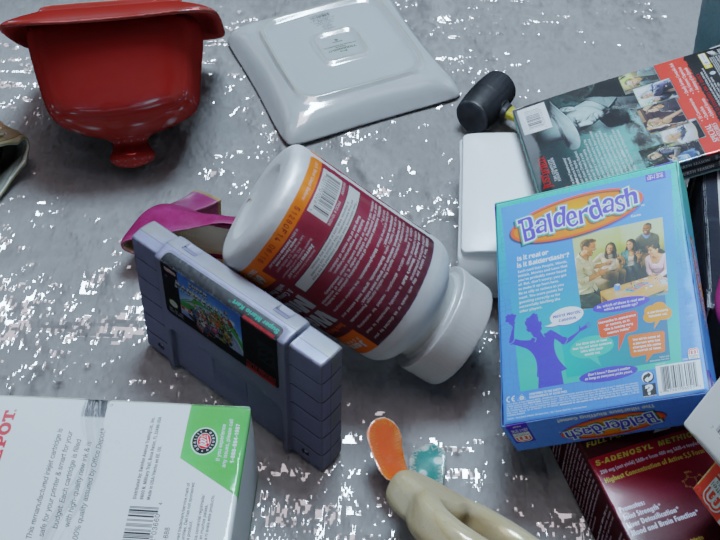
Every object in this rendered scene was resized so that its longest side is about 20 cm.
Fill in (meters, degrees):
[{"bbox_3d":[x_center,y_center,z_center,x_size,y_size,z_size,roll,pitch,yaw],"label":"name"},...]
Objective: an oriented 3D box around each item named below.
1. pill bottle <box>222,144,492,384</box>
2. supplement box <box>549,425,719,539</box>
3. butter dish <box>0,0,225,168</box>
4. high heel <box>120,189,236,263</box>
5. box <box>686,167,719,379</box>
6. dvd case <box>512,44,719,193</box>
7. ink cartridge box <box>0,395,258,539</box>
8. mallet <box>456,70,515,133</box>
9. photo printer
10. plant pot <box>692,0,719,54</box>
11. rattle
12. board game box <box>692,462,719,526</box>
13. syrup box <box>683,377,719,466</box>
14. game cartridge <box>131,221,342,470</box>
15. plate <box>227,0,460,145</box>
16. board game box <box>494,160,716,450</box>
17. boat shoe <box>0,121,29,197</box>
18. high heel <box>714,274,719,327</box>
[{"bbox_3d":[0.000,0.000,0.880,0.198,0.109,0.111,34,46,-16],"label":"pill bottle"},{"bbox_3d":[0.217,0.156,0.822,0.107,0.062,0.202,-14,48,-11],"label":"supplement box"},{"bbox_3d":[-0.225,-0.173,1.077,0.195,0.151,0.200,-5,5,-5],"label":"butter dish"},{"bbox_3d":[-0.111,-0.016,0.969,0.198,0.068,0.096,26,43,28],"label":"high heel"},{"bbox_3d":[0.365,0.006,0.915,0.196,0.125,0.200,7,47,9],"label":"box"},{"bbox_3d":[0.238,-0.121,0.963,0.196,0.022,0.147,-16,40,6],"label":"dvd case"},{"bbox_3d":[-0.179,0.172,0.792,0.196,0.085,0.148,3,47,3],"label":"ink cartridge box"},{"bbox_3d":[0.183,-0.127,1.099,0.199,0.042,0.066,37,56,24],"label":"mallet"},{"bbox_3d":[0.184,-0.051,0.998,0.196,0.070,0.168,1,47,6],"label":"photo printer"},{"bbox_3d":[0.438,-0.175,1.021,0.193,0.199,0.201,-22,47,-19],"label":"plant pot"},{"bbox_3d":[0.051,0.213,0.793,0.129,0.146,0.199,0,20,-45],"label":"rattle"},{"bbox_3d":[0.338,0.182,0.751,0.197,0.047,0.152,2,41,-36],"label":"board game box"},{"bbox_3d":[0.311,0.091,0.733,0.198,0.082,0.079,0,41,-41],"label":"syrup box"},{"bbox_3d":[-0.097,0.057,0.867,0.198,0.131,0.038,32,56,26],"label":"game cartridge"},{"bbox_3d":[-0.021,-0.227,1.192,0.196,0.033,0.201,-18,50,-15],"label":"plate"},{"bbox_3d":[0.179,0.024,0.843,0.149,0.045,0.203,-12,53,21],"label":"board game box"},{"bbox_3d":[-0.372,-0.071,1.022,0.067,0.076,0.202,8,47,15],"label":"boat shoe"},{"bbox_3d":[0.314,-0.039,0.810,0.067,0.097,0.200,26,53,24],"label":"high heel"}]
